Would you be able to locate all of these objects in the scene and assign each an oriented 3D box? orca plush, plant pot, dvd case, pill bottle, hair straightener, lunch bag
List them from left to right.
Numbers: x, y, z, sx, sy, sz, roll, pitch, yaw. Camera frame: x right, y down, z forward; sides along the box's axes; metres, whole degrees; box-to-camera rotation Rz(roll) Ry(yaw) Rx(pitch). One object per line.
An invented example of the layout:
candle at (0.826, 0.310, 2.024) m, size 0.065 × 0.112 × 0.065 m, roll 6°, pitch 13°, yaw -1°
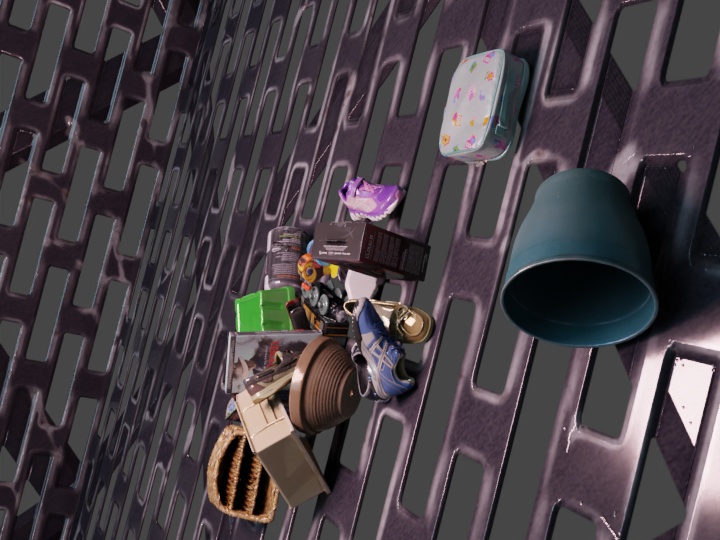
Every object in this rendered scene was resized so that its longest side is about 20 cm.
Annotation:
dvd case at (-0.186, 0.194, 1.742) m, size 0.022 × 0.198 × 0.147 m, roll -120°, pitch 35°, yaw -59°
pill bottle at (-0.183, 0.002, 2.013) m, size 0.106 × 0.106 × 0.201 m, roll -31°, pitch 50°, yaw 51°
hair straightener at (-0.121, 0.163, 1.804) m, size 0.077 × 0.041 × 0.201 m, roll -129°, pitch 26°, yaw -56°
plant pot at (-0.055, 0.239, 1.646) m, size 0.092 × 0.201 × 0.202 m, roll 9°, pitch 83°, yaw 24°
orca plush at (0.000, 0.000, 1.730) m, size 0.071 × 0.104 × 0.201 m, roll 87°, pitch 170°, yaw -65°
lunch bag at (0.224, -0.289, 1.467) m, size 0.160 × 0.077 × 0.202 m, roll 4°, pitch 81°, yaw 59°
plant pot at (0.299, -0.027, 1.111) m, size 0.200 × 0.199 × 0.189 m, roll -38°, pitch 30°, yaw 47°

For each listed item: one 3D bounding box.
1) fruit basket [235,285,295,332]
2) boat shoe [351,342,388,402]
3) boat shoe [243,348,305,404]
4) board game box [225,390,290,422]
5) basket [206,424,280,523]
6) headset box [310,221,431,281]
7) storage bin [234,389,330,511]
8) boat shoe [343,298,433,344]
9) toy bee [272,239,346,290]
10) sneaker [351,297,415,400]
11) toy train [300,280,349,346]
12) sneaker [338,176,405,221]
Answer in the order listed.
fruit basket at (-0.193, 0.150, 1.902) m, size 0.155 × 0.215 × 0.217 m, roll -19°, pitch 59°, yaw 37°
boat shoe at (0.015, 0.166, 1.626) m, size 0.072 × 0.067 × 0.201 m, roll -43°, pitch 42°, yaw 44°
boat shoe at (-0.153, 0.194, 1.679) m, size 0.200 × 0.066 × 0.072 m, roll -36°, pitch 5°, yaw -26°
board game box at (-0.222, 0.284, 1.848) m, size 0.200 × 0.199 × 0.062 m, roll -44°, pitch 38°, yaw 44°
basket at (-0.271, 0.471, 1.908) m, size 0.149 × 0.142 × 0.202 m, roll 5°, pitch 81°, yaw 61°
headset box at (0.012, -0.038, 1.568) m, size 0.148 × 0.199 × 0.076 m, roll 4°, pitch 80°, yaw 48°
storage bin at (-0.167, 0.361, 1.711) m, size 0.093 × 0.201 × 0.199 m, roll -29°, pitch 34°, yaw -5°
boat shoe at (0.053, 0.092, 1.567) m, size 0.200 × 0.063 × 0.074 m, roll 19°, pitch 92°, yaw 45°
toy bee at (-0.096, -0.014, 1.801) m, size 0.131 × 0.198 × 0.110 m, roll -101°, pitch 15°, yaw -72°
sneaker at (0.043, 0.141, 1.525) m, size 0.077 × 0.076 × 0.201 m, roll -15°, pitch 101°, yaw 28°
toy train at (-0.082, 0.092, 1.826) m, size 0.200 × 0.085 × 0.115 m, roll 38°, pitch 119°, yaw 59°
sneaker at (0.017, -0.160, 1.738) m, size 0.081 × 0.089 × 0.200 m, roll -49°, pitch 22°, yaw -21°
